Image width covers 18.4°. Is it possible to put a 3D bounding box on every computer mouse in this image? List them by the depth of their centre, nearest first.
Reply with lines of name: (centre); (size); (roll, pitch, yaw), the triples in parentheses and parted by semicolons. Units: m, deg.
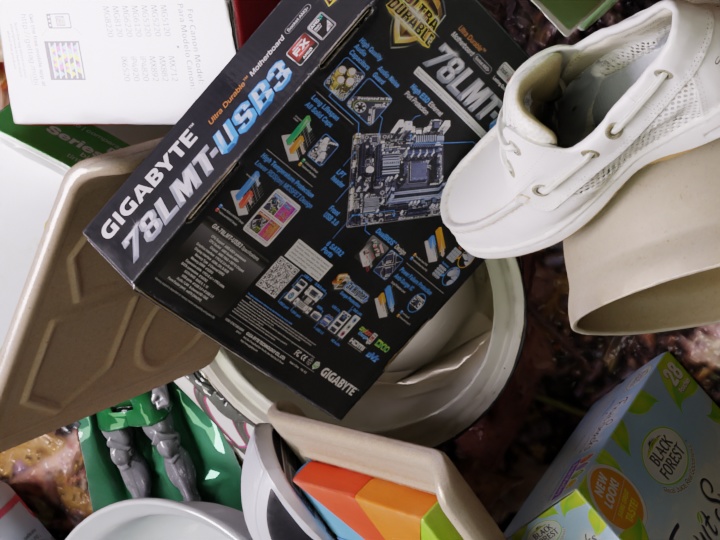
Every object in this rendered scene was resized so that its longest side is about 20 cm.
computer mouse: (-0.015, 0.165, 1.227); (0.044, 0.110, 0.200); (-31, 116, 11)

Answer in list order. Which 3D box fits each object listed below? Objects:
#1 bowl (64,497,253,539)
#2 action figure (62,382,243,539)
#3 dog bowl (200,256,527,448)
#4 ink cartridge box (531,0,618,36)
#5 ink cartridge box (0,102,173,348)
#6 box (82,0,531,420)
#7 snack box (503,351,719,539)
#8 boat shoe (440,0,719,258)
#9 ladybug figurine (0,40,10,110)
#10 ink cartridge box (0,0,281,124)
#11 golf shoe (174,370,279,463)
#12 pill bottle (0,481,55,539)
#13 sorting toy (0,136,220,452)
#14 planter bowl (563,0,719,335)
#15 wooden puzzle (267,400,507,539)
bowl: (-0.083, 0.218, 1.301); (0.201, 0.090, 0.201); (9, 106, 33)
action figure: (-0.141, 0.071, 1.330); (0.118, 0.055, 0.200); (-12, 110, 17)
dog bowl: (0.000, 0.000, 1.212); (0.200, 0.074, 0.200); (6, 114, 14)
ink cartridge box: (0.067, -0.175, 1.033); (0.146, 0.200, 0.048); (44, 126, 1)
ink cartridge box: (-0.142, -0.039, 1.195); (0.083, 0.200, 0.147); (27, 122, 7)
box: (-0.003, -0.043, 1.045); (0.199, 0.200, 0.050); (-50, 54, 2)
snack box: (0.181, 0.163, 1.156); (0.200, 0.169, 0.068); (47, 123, -2)
boat shoe: (0.091, -0.069, 0.978); (0.069, 0.071, 0.200); (18, 145, -32)
ladybug figurine: (-0.235, -0.118, 1.275); (0.200, 0.072, 0.136); (-8, 108, 27)
ink cartridge box: (-0.056, -0.140, 1.105); (0.176, 0.200, 0.084); (2, 113, 24)
golf shoe: (-0.053, 0.095, 1.291); (0.200, 0.077, 0.088); (39, 130, 5)
pill bottle: (-0.206, 0.240, 1.406); (0.109, 0.109, 0.200); (-37, 95, 33)
sorting toy: (-0.110, -0.002, 1.095); (0.036, 0.185, 0.200); (42, 124, 20)
planter bowl: (0.185, -0.057, 1.057); (0.200, 0.200, 0.135); (-17, 78, 30)
wooden puzzle: (0.039, 0.155, 1.142); (0.185, 0.037, 0.200); (54, 163, -22)
